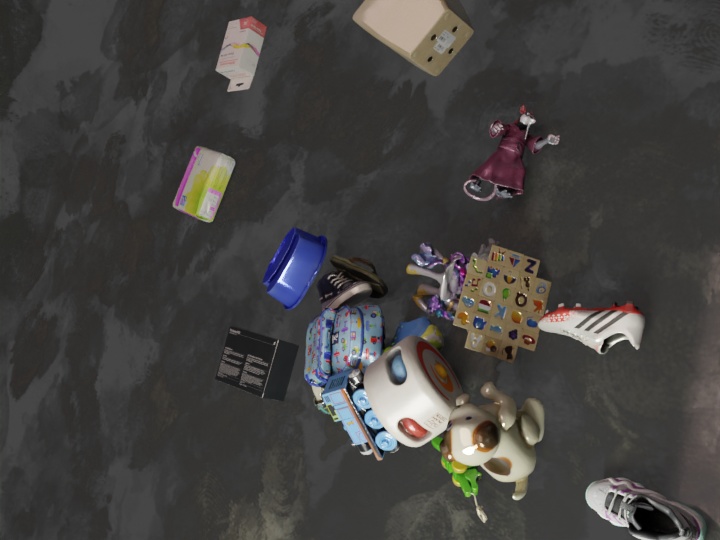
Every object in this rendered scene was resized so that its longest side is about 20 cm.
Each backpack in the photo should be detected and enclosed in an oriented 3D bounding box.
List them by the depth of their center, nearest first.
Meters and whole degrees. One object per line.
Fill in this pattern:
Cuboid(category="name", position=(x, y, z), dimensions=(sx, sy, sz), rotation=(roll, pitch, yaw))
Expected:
Cuboid(category="backpack", position=(-0.027, 0.159, 1.722), dimensions=(0.200, 0.132, 0.186), rotation=(146, 132, -62))

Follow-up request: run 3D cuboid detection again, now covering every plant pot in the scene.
Cuboid(category="plant pot", position=(0.139, -0.567, 1.853), dimensions=(0.200, 0.198, 0.178), rotation=(-46, 60, 19))

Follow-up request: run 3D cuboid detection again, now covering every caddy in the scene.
Cuboid(category="caddy", position=(-0.151, -0.003, 1.964), dimensions=(0.202, 0.104, 0.142), rotation=(-59, 24, 9))

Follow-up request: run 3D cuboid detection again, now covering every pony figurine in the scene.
Cuboid(category="pony figurine", position=(0.183, 0.024, 1.629), dimensions=(0.199, 0.164, 0.197), rotation=(34, 129, 41))

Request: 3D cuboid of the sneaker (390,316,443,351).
Cuboid(category="sneaker", position=(0.092, 0.175, 1.703), dimensions=(0.199, 0.075, 0.106), rotation=(-42, 35, 19))

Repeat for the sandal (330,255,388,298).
Cuboid(category="sandal", position=(-0.001, -0.001, 1.845), dimensions=(0.057, 0.081, 0.200), rotation=(-37, 37, -17))

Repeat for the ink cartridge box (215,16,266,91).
Cuboid(category="ink cartridge box", position=(-0.362, -0.644, 2.423), dimensions=(0.115, 0.067, 0.204), rotation=(4, 77, 43))

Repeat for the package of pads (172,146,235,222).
Cuboid(category="package of pads", position=(-0.456, -0.253, 2.364), dimensions=(0.153, 0.068, 0.203), rotation=(21, 90, 45))

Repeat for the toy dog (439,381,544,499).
Cuboid(category="toy dog", position=(0.220, 0.300, 1.434), dimensions=(0.138, 0.198, 0.198), rotation=(-15, 64, 38))

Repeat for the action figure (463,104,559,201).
Cuboid(category="action figure", position=(0.310, -0.238, 1.649), dimensions=(0.149, 0.132, 0.203), rotation=(121, 175, -76))

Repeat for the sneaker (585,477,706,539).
Cuboid(category="sneaker", position=(0.422, 0.368, 1.261), dimensions=(0.198, 0.139, 0.079), rotation=(7, 79, 43))

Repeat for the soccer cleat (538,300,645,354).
Cuboid(category="soccer cleat", position=(0.403, 0.105, 1.431), dimensions=(0.197, 0.068, 0.087), rotation=(-7, 65, 36))

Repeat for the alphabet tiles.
Cuboid(category="alphabet tiles", position=(0.268, 0.062, 1.531), dimensions=(0.006, 0.163, 0.204), rotation=(135, 151, -83))

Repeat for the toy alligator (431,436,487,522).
Cuboid(category="toy alligator", position=(0.201, 0.380, 1.528), dimensions=(0.053, 0.060, 0.201), rotation=(-23, 48, -14))

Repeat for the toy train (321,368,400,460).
Cuboid(category="toy train", position=(0.007, 0.292, 1.649), dimensions=(0.112, 0.202, 0.087), rotation=(-18, 21, 24))

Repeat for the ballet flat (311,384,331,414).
Cuboid(category="ballet flat", position=(-0.083, 0.222, 1.839), dimensions=(0.074, 0.074, 0.204), rotation=(-26, 58, 33))

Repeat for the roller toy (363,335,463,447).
Cuboid(category="roller toy", position=(0.109, 0.227, 1.542), dimensions=(0.139, 0.182, 0.202), rotation=(-37, 83, 20))

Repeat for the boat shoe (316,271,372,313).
Cuboid(category="boat shoe", position=(-0.044, 0.038, 1.820), dimensions=(0.200, 0.074, 0.094), rotation=(-37, 67, 54))

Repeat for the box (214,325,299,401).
Cuboid(category="box", position=(-0.256, 0.226, 1.991), dimensions=(0.198, 0.078, 0.144), rotation=(11, 85, 45))
